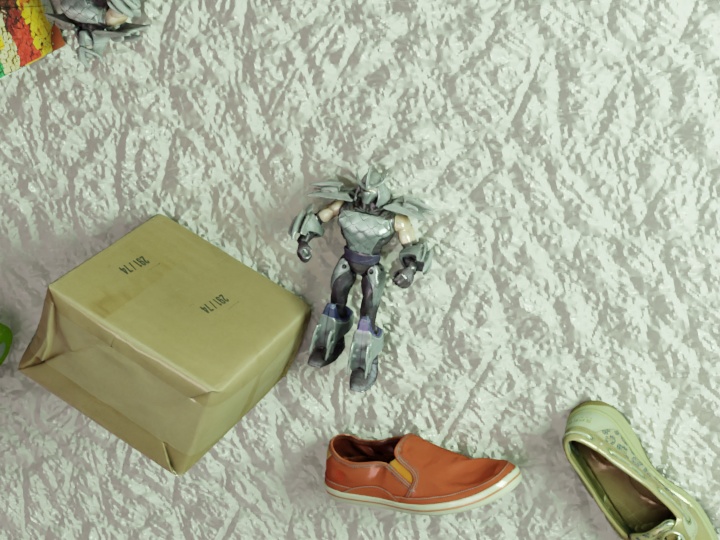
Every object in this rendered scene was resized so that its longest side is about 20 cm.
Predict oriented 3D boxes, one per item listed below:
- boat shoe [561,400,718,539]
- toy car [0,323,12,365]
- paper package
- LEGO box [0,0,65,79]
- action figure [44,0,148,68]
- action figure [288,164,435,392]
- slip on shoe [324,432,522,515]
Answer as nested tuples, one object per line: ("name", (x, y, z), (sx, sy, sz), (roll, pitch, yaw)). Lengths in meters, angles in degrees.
("boat shoe", (0.243, 0.209, 1.430), (0.073, 0.063, 0.200), (-38, 95, 32))
("toy car", (-0.459, 0.119, 1.693), (0.164, 0.158, 0.200), (24, 149, 10))
("paper package", (-0.173, 0.060, 1.471), (0.190, 0.200, 0.104), (31, 122, 9))
("LEGO box", (-0.395, -0.201, 1.478), (0.199, 0.149, 0.077), (-8, 110, 28))
("action figure", (-0.241, -0.273, 1.410), (0.130, 0.069, 0.201), (13, 114, 26))
("action figure", (0.000, 0.000, 1.442), (0.130, 0.069, 0.201), (18, 117, 22))
("slip on shoe", (0.053, 0.184, 1.504), (0.199, 0.074, 0.061), (1, 111, 30))
